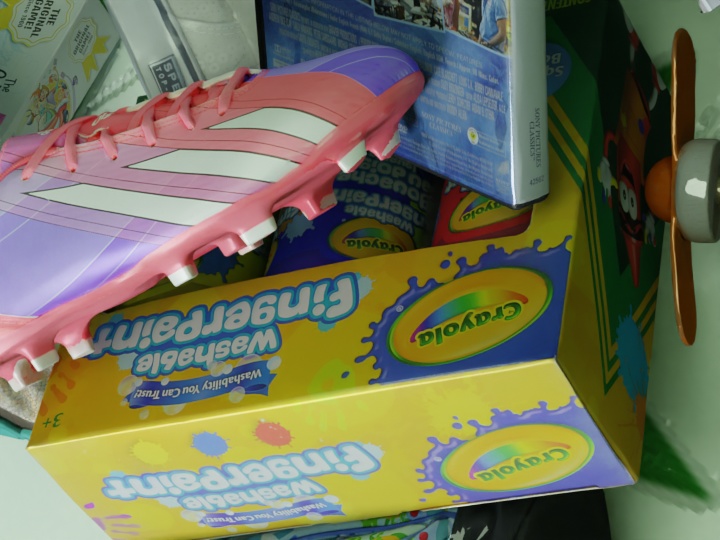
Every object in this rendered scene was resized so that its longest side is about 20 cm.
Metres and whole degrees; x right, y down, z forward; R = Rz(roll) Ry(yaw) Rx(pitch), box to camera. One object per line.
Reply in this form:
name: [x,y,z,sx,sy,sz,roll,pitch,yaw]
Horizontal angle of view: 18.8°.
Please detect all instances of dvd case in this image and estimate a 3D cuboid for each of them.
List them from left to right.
dvd case: [0.006,-0.132,0.685,0.142,0.017,0.201,28,129,48]

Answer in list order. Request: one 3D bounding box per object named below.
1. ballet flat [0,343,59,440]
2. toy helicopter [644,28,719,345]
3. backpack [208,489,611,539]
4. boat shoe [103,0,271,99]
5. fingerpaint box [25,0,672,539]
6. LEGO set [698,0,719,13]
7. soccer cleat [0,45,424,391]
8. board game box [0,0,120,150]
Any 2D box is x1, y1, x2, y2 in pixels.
ballet flat: [-0.129,0.041,0.881,0.199,0.068,0.068,20,76,23]
toy helicopter: [0.145,-0.061,0.733,0.132,0.079,0.201,-24,61,13]
backpack: [-0.015,0.156,0.774,0.199,0.153,0.164,-4,93,40]
boat shoe: [-0.075,-0.135,0.840,0.069,0.071,0.200,-23,44,-4]
fingerpaint box: [0.000,0.000,0.759,0.199,0.073,0.168,-10,47,27]
LEGO set: [0.122,-0.177,0.695,0.116,0.154,0.200,-33,100,36]
soccer cleat: [-0.072,-0.028,0.704,0.199,0.067,0.077,-31,88,22]
board game box: [-0.203,-0.042,0.890,0.134,0.034,0.201,20,71,26]
